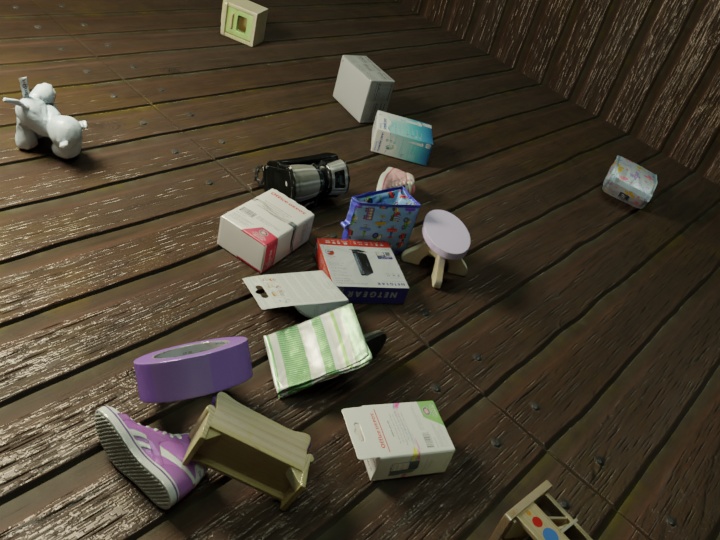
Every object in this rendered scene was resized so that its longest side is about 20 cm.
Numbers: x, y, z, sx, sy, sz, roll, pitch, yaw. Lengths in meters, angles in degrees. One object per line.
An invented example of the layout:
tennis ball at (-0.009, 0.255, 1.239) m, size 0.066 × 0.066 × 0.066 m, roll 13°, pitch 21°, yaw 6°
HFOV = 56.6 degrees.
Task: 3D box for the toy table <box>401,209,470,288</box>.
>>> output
toy table at (0.204, -0.055, 1.721) m, size 0.179 × 0.120 × 0.202 m, roll 19°, pitch 35°, yaw 1°

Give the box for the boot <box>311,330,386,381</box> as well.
boot at (-0.049, 0.140, 1.392) m, size 0.196 × 0.069 × 0.131 m, roll -20°, pitch 49°, yaw -35°

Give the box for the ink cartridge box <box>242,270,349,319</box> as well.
ink cartridge box at (-0.142, 0.059, 1.444) m, size 0.194 × 0.052 × 0.162 m, roll -7°, pitch 26°, yaw -24°

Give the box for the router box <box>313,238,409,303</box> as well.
router box at (0.000, 0.000, 1.613) m, size 0.194 × 0.050 × 0.182 m, roll 2°, pitch 39°, yaw -23°

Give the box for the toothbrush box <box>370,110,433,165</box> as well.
toothbrush box at (0.137, -0.442, 2.224) m, size 0.194 × 0.087 × 0.148 m, roll 14°, pitch 36°, yaw -8°

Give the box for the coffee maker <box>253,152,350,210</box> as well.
coffee maker at (-0.154, -0.257, 1.807) m, size 0.196 × 0.138 × 0.192 m, roll -14°, pitch 46°, yaw -38°

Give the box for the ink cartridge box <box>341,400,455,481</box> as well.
ink cartridge box at (0.060, 0.310, 1.219) m, size 0.194 × 0.069 × 0.119 m, roll 2°, pitch 39°, yaw -24°

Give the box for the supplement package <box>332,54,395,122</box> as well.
supplement package at (0.008, -0.643, 2.365) m, size 0.108 × 0.159 × 0.201 m, roll -9°, pitch 43°, yaw -34°

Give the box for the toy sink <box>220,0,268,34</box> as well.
toy sink at (-0.477, -0.982, 2.611) m, size 0.195 × 0.133 × 0.113 m, roll 25°, pitch 36°, yaw 7°

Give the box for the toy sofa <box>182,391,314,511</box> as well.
toy sofa at (-0.178, 0.292, 1.078) m, size 0.196 × 0.083 × 0.099 m, roll 29°, pitch 34°, yaw -15°

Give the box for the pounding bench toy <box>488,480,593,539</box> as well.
pounding bench toy at (0.276, 0.471, 1.058) m, size 0.196 × 0.127 × 0.156 m, roll -17°, pitch 49°, yaw -39°

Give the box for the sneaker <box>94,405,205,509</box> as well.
sneaker at (-0.335, 0.281, 1.081) m, size 0.200 × 0.073 × 0.114 m, roll 42°, pitch 37°, yaw 12°

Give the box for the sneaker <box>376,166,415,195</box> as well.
sneaker at (0.106, -0.242, 1.955) m, size 0.102 × 0.077 × 0.201 m, roll 18°, pitch 31°, yaw 9°

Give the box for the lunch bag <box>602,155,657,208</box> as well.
lunch bag at (0.967, -0.313, 2.406) m, size 0.166 × 0.130 × 0.200 m, roll 28°, pitch 27°, yaw 10°

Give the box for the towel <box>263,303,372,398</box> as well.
towel at (-0.087, 0.154, 1.317) m, size 0.194 × 0.024 × 0.155 m, roll -20°, pitch 49°, yaw -5°

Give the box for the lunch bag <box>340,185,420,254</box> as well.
lunch bag at (0.036, -0.118, 1.696) m, size 0.195 × 0.154 × 0.094 m, roll -9°, pitch 42°, yaw -34°

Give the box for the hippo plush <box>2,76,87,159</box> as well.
hippo plush at (-0.752, -0.371, 1.650) m, size 0.157 × 0.201 × 0.163 m, roll 23°, pitch 56°, yaw -6°

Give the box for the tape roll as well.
tape roll at (-0.286, 0.168, 1.151) m, size 0.193 × 0.068 × 0.200 m, roll -9°, pitch 2°, yaw 0°

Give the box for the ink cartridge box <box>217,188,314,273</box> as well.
ink cartridge box at (-0.225, -0.101, 1.611) m, size 0.143 × 0.086 × 0.199 m, roll 31°, pitch 38°, yaw 17°
